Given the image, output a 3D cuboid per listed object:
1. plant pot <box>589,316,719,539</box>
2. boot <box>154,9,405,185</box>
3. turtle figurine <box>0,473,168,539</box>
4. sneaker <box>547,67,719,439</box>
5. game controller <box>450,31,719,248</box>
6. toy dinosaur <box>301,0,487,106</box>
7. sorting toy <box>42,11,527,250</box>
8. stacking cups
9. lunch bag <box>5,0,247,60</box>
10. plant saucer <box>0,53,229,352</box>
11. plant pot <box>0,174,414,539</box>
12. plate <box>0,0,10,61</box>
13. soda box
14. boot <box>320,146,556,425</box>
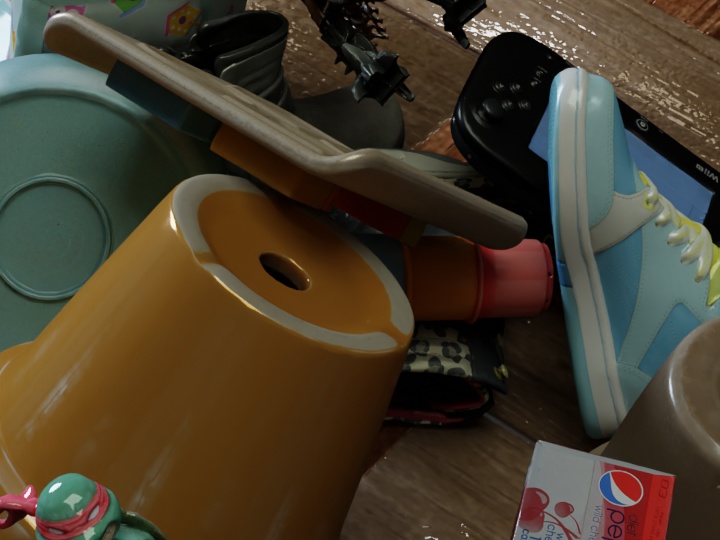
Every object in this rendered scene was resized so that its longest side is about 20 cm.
[{"bbox_3d":[0.185,0.116,1.029,0.198,0.176,0.201,4,43,-4],"label":"plant pot"},{"bbox_3d":[-0.048,-0.093,1.232,0.199,0.131,0.068,-26,53,-30],"label":"boot"},{"bbox_3d":[-0.094,0.151,0.864,0.148,0.201,0.101,-14,32,11],"label":"turtle figurine"},{"bbox_3d":[0.164,-0.015,1.111,0.129,0.202,0.080,-7,25,7],"label":"sneaker"},{"bbox_3d":[0.140,-0.050,1.191,0.199,0.042,0.105,35,54,-7],"label":"game controller"},{"bbox_3d":[-0.001,-0.172,1.217,0.136,0.102,0.200,44,15,18],"label":"toy dinosaur"},{"bbox_3d":[-0.037,-0.060,1.056,0.199,0.037,0.185,26,3,30],"label":"sorting toy"},{"bbox_3d":[0.000,0.000,1.105,0.198,0.061,0.061,-3,46,-12],"label":"stacking cups"},{"bbox_3d":[-0.140,-0.149,1.246,0.121,0.171,0.200,28,47,7],"label":"lunch bag"},{"bbox_3d":[-0.161,-0.015,1.128,0.198,0.027,0.202,0,85,-2],"label":"plant saucer"},{"bbox_3d":[-0.072,0.066,0.984,0.199,0.184,0.201,27,24,-13],"label":"plant pot"},{"bbox_3d":[-0.301,-0.128,1.308,0.198,0.026,0.201,5,45,-5],"label":"plate"},{"bbox_3d":[0.084,0.169,0.941,0.063,0.201,0.070,13,45,5],"label":"soda box"},{"bbox_3d":[0.076,0.013,1.195,0.201,0.074,0.155,5,53,-13],"label":"boot"}]
